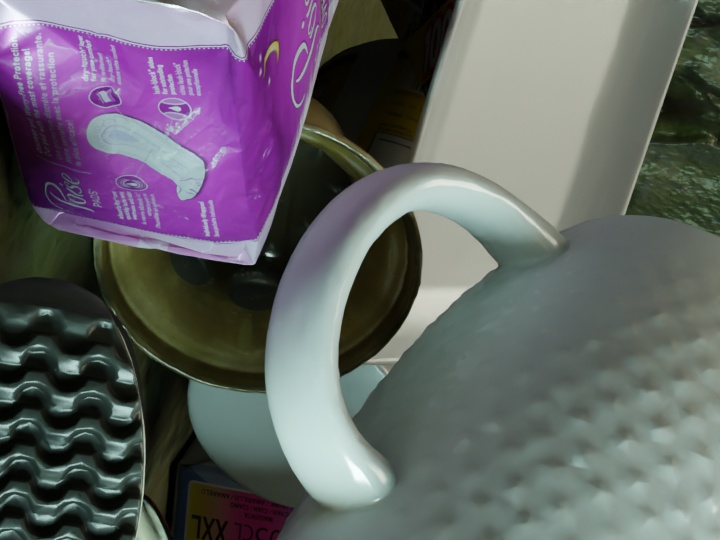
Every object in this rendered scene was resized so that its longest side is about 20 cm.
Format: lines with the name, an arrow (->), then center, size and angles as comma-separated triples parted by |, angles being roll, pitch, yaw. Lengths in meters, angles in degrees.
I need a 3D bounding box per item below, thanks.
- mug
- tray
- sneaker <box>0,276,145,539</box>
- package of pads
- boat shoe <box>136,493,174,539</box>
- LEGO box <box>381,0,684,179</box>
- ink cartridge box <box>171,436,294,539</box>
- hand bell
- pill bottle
mug -> 0.049, 0.059, 0.639 | 0.200, 0.147, 0.176 | 48, 55, -23
tray -> 0.060, -0.061, 0.745 | 0.107, 0.022, 0.201 | -1, 117, -36
sneaker -> -0.097, 0.096, 0.547 | 0.090, 0.070, 0.201 | -125, -136, -81
package of pads -> -0.038, -0.116, 0.600 | 0.121, 0.075, 0.201 | 86, 17, -60
boat shoe -> -0.068, 0.155, 0.610 | 0.063, 0.071, 0.201 | 127, -43, -69
LEGO box -> 0.070, -0.145, 0.847 | 0.200, 0.077, 0.150 | -108, -149, -65
ink cartridge box -> -0.035, 0.150, 0.938 | 0.137, 0.076, 0.201 | -59, 159, -66
hand bell -> -0.032, -0.059, 0.762 | 0.200, 0.104, 0.105 | -90, -177, -55
pill bottle -> 0.000, 0.000, 0.856 | 0.200, 0.112, 0.113 | -68, 165, -55
